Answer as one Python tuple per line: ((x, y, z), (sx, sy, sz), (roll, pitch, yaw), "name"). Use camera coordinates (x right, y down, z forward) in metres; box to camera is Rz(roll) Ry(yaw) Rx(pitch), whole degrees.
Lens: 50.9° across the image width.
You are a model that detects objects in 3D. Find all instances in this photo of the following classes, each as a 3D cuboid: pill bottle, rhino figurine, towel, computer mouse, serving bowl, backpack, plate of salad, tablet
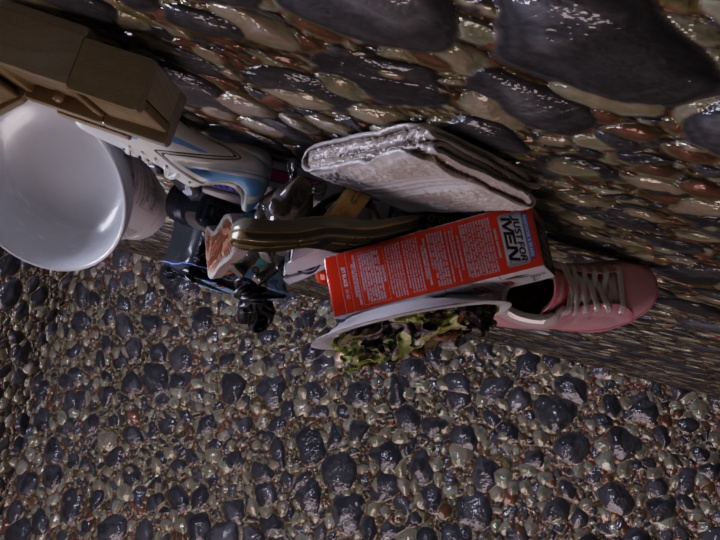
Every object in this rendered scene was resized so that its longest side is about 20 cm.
((-0.324, -0.103, 0.973), (0.112, 0.115, 0.200), (14, 173, 6), "pill bottle")
((-0.081, -0.050, 0.769), (0.060, 0.088, 0.200), (41, 155, 4), "rhino figurine")
((0.046, -0.081, 0.654), (0.131, 0.035, 0.199), (20, 172, -29), "towel")
((-0.045, -0.016, 0.756), (0.044, 0.200, 0.110), (41, 158, 13), "computer mouse")
((-0.330, -0.103, 0.816), (0.197, 0.202, 0.066), (14, -149, 4), "serving bowl")
((-0.209, -0.026, 1.260), (0.198, 0.136, 0.182), (19, 172, -28), "backpack")
((0.050, 0.063, 0.731), (0.197, 0.049, 0.200), (-10, 168, -2), "plate of salad")
((-0.106, -0.078, 0.955), (0.198, 0.014, 0.129), (18, -174, 41), "tablet")

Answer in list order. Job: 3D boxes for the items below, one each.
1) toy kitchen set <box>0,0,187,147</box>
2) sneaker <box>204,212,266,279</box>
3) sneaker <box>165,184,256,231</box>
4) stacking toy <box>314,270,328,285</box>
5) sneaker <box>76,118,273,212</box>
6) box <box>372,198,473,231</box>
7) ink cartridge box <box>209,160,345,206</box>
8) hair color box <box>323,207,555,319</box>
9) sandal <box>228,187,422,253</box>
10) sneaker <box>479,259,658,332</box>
((-0.256, -0.091, 0.607), (0.197, 0.183, 0.163), (18, 175, 6), "toy kitchen set")
((-0.147, -0.030, 0.958), (0.079, 0.073, 0.200), (-3, 176, -24), "sneaker")
((-0.178, -0.077, 1.041), (0.081, 0.071, 0.199), (23, -174, 29), "sneaker")
((0.000, 0.000, 0.865), (0.198, 0.086, 0.085), (17, 175, 19), "stacking toy")
((-0.184, -0.114, 0.744), (0.198, 0.073, 0.072), (18, 175, -16), "sneaker")
((0.093, -0.034, 0.890), (0.197, 0.045, 0.160), (14, 173, 12), "box")
((-0.113, -0.101, 0.847), (0.197, 0.038, 0.095), (13, 174, -1), "ink cartridge box")
((0.078, -0.004, 0.722), (0.197, 0.065, 0.111), (-14, 171, 18), "hair color box")
((-0.025, -0.048, 0.687), (0.198, 0.055, 0.080), (-2, 172, -31), "sandal")
((0.226, 0.026, 0.791), (0.197, 0.077, 0.105), (-4, 172, -1), "sneaker")
